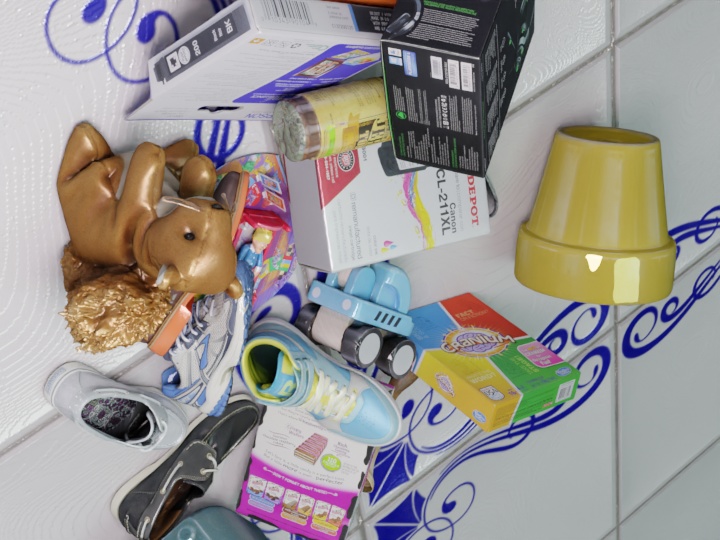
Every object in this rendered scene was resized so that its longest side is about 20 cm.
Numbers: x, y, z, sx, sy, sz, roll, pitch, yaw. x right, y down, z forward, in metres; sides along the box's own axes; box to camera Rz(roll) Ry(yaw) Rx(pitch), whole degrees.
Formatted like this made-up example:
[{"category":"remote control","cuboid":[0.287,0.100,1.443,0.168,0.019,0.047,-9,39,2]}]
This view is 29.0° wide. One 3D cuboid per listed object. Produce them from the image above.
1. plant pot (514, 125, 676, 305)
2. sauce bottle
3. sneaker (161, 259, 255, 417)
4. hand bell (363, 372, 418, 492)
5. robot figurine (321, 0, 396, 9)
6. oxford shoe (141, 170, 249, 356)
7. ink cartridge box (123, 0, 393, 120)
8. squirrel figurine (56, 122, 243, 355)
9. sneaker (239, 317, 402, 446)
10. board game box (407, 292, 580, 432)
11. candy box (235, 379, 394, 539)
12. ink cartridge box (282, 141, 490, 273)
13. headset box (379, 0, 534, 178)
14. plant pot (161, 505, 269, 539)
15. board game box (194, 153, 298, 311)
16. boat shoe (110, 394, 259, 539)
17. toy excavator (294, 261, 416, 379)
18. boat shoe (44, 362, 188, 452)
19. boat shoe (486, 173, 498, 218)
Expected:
[{"category":"plant pot","cuboid":[0.297,-0.074,1.718,0.199,0.200,0.191,-10,111,-41]},{"category":"sauce bottle","cuboid":[0.014,-0.155,1.344,0.198,0.065,0.065,-17,130,-26]},{"category":"sneaker","cuboid":[-0.161,0.069,1.418,0.084,0.077,0.201,13,127,-9]},{"category":"hand bell","cuboid":[0.031,0.163,1.713,0.200,0.104,0.105,-51,144,-22]},{"category":"robot figurine","cuboid":[-0.011,-0.290,1.287,0.199,0.116,0.145,-6,113,-42]},{"category":"oxford shoe","cuboid":[-0.173,-0.017,1.351,0.072,0.071,0.201,29,95,-12]},{"category":"ink cartridge box","cuboid":[-0.089,-0.189,1.270,0.199,0.044,0.197,-24,168,41]},{"category":"squirrel figurine","cuboid":[-0.188,-0.014,1.253,0.141,0.186,0.201,14,108,-50]},{"category":"sneaker","cuboid":[-0.048,0.132,1.468,0.080,0.199,0.131,-58,177,9]},{"category":"board game box","cuboid":[0.142,0.107,1.675,0.152,0.200,0.041,-15,128,-39]},{"category":"candy box","cuboid":[-0.053,0.206,1.599,0.061,0.135,0.202,-59,167,-65]},{"category":"ink cartridge box","cuboid":[0.029,-0.092,1.440,0.198,0.083,0.147,-14,103,-27]},{"category":"headset box","cuboid":[0.096,-0.221,1.262,0.175,0.092,0.201,79,28,-59]},{"category":"plant pot","cuboid":[-0.168,0.377,1.535,0.196,0.196,0.200,-41,148,-8]},{"category":"board game box","cuboid":[-0.118,-0.020,1.438,0.158,0.039,0.201,-38,139,-19]},{"category":"boat shoe","cuboid":[-0.181,0.221,1.539,0.200,0.067,0.072,-43,139,-16]},{"category":"toy excavator","cuboid":[0.000,0.000,1.552,0.194,0.099,0.202,22,88,-50]},{"category":"boat shoe","cuboid":[-0.237,0.155,1.423,0.070,0.071,0.200,-54,142,2]},{"category":"boat shoe","cuboid":[0.103,-0.120,1.569,0.074,0.068,0.200,-45,141,-10]}]
